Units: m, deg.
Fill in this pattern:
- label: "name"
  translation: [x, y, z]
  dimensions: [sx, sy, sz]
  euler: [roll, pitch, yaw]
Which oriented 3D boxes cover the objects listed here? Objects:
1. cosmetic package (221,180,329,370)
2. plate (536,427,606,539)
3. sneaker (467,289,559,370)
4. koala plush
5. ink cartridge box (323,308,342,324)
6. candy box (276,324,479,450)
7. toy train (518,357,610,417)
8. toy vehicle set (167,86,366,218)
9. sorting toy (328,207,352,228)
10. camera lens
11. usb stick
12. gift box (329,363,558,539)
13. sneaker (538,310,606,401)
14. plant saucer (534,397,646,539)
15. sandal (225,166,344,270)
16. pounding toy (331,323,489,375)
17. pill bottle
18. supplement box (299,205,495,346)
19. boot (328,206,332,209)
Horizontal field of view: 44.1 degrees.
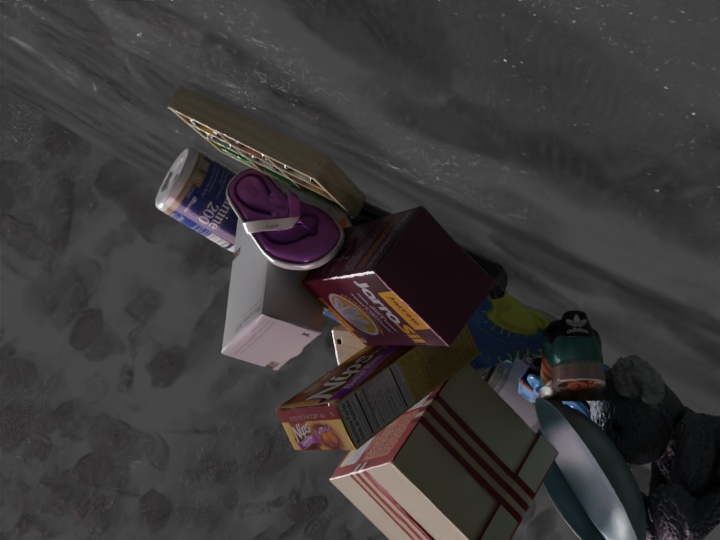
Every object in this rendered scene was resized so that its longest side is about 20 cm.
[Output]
- label: "cosmetic package"
  translation: [-0.098, 0.002, 1.051]
  dimensions: [0.080, 0.202, 0.113]
  euler: [22, 139, -25]
- label: "plate"
  translation: [0.296, 0.275, 1.118]
  dimensions: [0.199, 0.026, 0.201]
  euler: [34, -151, -22]
- label: "sneaker"
  translation: [0.168, 0.082, 1.041]
  dimensions: [0.199, 0.106, 0.076]
  euler: [31, 175, -15]
- label: "koala plush"
  translation: [0.342, 0.189, 1.027]
  dimensions: [0.200, 0.183, 0.178]
  euler: [49, 171, 14]
- label: "ink cartridge box"
  translation: [-0.014, 0.022, 1.396]
  dimensions: [0.145, 0.084, 0.200]
  euler: [53, -169, 34]
- label: "candy box"
  translation: [0.020, 0.118, 0.948]
  dimensions: [0.116, 0.199, 0.057]
  euler: [-16, 101, 53]
- label: "toy train"
  translation: [0.301, 0.173, 1.186]
  dimensions: [0.199, 0.087, 0.115]
  euler: [35, 164, 23]
- label: "toy vehicle set"
  translation: [-0.097, -0.124, 0.940]
  dimensions: [0.199, 0.027, 0.124]
  euler: [28, 175, 24]
- label: "sorting toy"
  translation: [0.000, 0.000, 1.145]
  dimensions: [0.199, 0.108, 0.179]
  euler: [32, 172, -31]
- label: "camera lens"
  translation: [0.235, 0.187, 1.423]
  dimensions: [0.199, 0.161, 0.160]
  euler: [31, 175, -24]
- label: "usb stick"
  translation: [0.069, -0.025, 0.949]
  dimensions: [0.199, 0.033, 0.055]
  euler: [28, 169, 29]
- label: "gift box"
  translation: [0.099, 0.235, 1.037]
  dimensions: [0.187, 0.185, 0.200]
  euler: [45, 152, -6]
- label: "sneaker"
  translation: [0.233, 0.098, 0.976]
  dimensions: [0.070, 0.081, 0.200]
  euler: [0, 163, 5]
- label: "plant saucer"
  translation: [0.259, 0.219, 0.965]
  dimensions: [0.203, 0.038, 0.201]
  euler: [61, 175, 8]
- label: "sandal"
  translation: [-0.097, -0.063, 0.980]
  dimensions: [0.202, 0.083, 0.050]
  euler: [35, 169, 42]
- label: "pounding toy"
  translation: [0.072, 0.079, 1.233]
  dimensions: [0.182, 0.144, 0.199]
  euler: [1, -163, 38]
- label: "pill bottle"
  translation: [-0.215, -0.099, 1.413]
  dimensions: [0.199, 0.112, 0.111]
  euler: [31, 175, -23]
- label: "supplement box"
  translation: [0.031, 0.012, 0.920]
  dimensions: [0.110, 0.086, 0.199]
  euler: [44, 160, -15]
- label: "boot"
  translation: [-0.064, -0.054, 1.213]
  dimensions: [0.073, 0.076, 0.200]
  euler: [29, 174, 46]
